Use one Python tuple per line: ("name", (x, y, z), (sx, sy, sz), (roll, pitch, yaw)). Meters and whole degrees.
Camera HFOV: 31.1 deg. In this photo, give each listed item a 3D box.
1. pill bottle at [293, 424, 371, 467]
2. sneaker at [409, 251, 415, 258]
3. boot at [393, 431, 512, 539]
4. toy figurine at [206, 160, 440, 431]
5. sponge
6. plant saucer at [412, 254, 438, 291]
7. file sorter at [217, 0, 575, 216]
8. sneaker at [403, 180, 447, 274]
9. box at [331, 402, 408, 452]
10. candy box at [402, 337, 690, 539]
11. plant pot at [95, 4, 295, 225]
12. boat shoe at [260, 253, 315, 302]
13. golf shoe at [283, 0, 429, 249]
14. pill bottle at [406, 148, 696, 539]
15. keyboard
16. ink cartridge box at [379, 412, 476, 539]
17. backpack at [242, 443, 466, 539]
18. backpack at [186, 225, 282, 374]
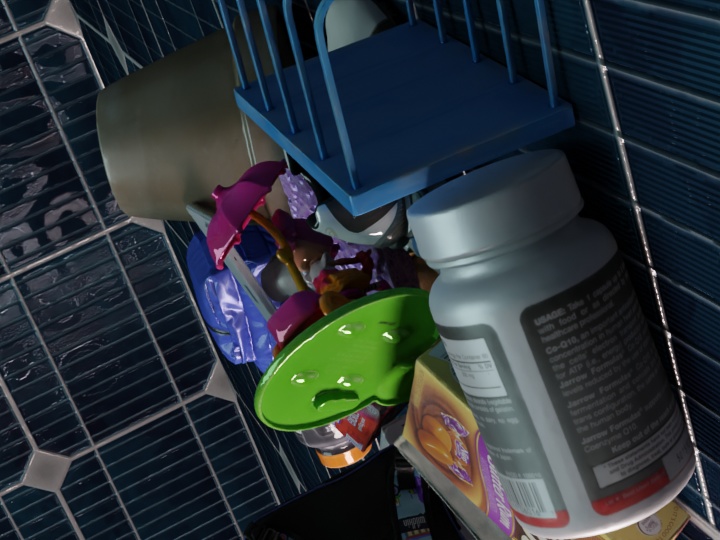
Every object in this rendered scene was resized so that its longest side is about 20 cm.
("pill bottle", (-0.050, 0.146, 1.611), (0.106, 0.106, 0.201), (36, 150, 65))
("sneaker", (-0.015, -0.070, 1.121), (0.090, 0.075, 0.201), (34, 146, 59))
("boot", (0.106, 0.201, 1.035), (0.200, 0.073, 0.182), (40, 159, 10))
("toy figurine", (-0.032, 0.001, 0.961), (0.199, 0.150, 0.185), (10, -139, -51))
("sponge", (0.000, 0.000, 1.056), (0.111, 0.030, 0.201), (21, 140, 43))
("plant saucer", (0.103, 0.069, 0.996), (0.201, 0.035, 0.201), (60, 167, 23))
("file sorter", (0.007, -0.144, 0.751), (0.200, 0.138, 0.123), (45, 153, 56))
("sneaker", (0.078, -0.018, 0.891), (0.200, 0.071, 0.073), (60, 136, 46))
("box", (0.005, 0.094, 1.257), (0.100, 0.096, 0.200), (41, 163, 9))
("candy box", (0.119, 0.138, 0.884), (0.200, 0.056, 0.117), (40, 153, 20))
("plant pot", (-0.137, -0.120, 1.161), (0.200, 0.172, 0.202), (-12, -90, -87))
("boat shoe", (-0.042, -0.003, 1.210), (0.071, 0.069, 0.200), (67, -164, -3))
("golf shoe", (-0.010, -0.111, 0.893), (0.078, 0.094, 0.201), (127, 136, -55))
("pill bottle", (0.108, 0.040, 0.742), (0.201, 0.113, 0.114), (67, 167, -11))
("keyboard", (-0.091, 0.023, 1.143), (0.201, 0.011, 0.056), (58, 169, -31))
("ink cartridge box", (0.085, 0.225, 1.257), (0.147, 0.085, 0.200), (58, 165, 21))
("backpack", (0.014, 0.270, 1.084), (0.201, 0.182, 0.135), (60, 165, 13))
("backpack", (-0.090, 0.028, 1.413), (0.163, 0.167, 0.201), (-113, 3, -55))
